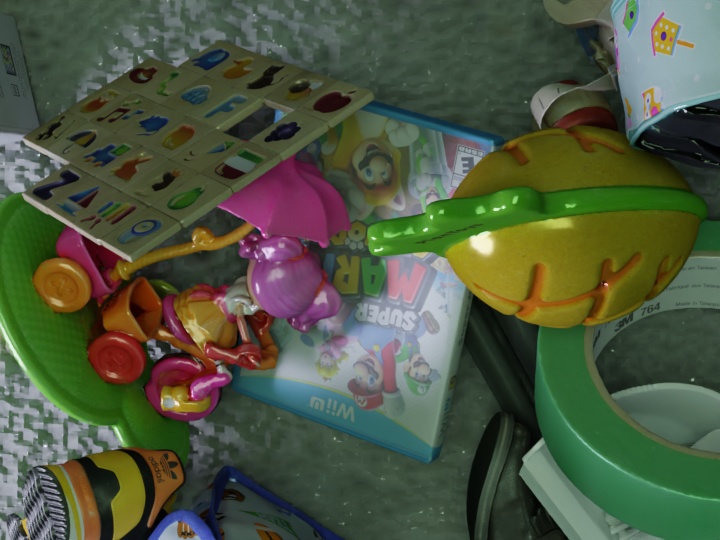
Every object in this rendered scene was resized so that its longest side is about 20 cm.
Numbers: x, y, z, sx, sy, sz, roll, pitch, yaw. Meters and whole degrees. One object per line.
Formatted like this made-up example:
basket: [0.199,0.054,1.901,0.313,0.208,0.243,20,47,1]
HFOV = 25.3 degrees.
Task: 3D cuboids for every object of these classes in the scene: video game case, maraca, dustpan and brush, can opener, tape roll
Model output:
video game case: [0.000,0.000,0.955,0.143,0.018,0.200,18,109,23]
maraca: [0.096,-0.023,0.847,0.137,0.200,0.107,-23,73,48]
dustpan and brush: [0.207,0.106,0.937,0.200,0.057,0.140,-34,82,-33]
can opener: [0.080,0.006,0.973,0.053,0.067,0.200,-23,103,28]
tape roll: [0.198,0.059,0.899,0.200,0.048,0.201,-1,47,1]

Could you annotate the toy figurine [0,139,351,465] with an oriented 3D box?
toy figurine: [-0.086,0.009,0.933,0.184,0.150,0.200,-24,112,20]

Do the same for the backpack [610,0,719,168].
backpack: [0.220,-0.123,0.777,0.200,0.176,0.153,-13,86,1]

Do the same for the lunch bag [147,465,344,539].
lunch bag: [-0.092,0.221,0.921,0.124,0.200,0.170,31,97,-4]

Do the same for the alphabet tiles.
alphabet tiles: [-0.112,-0.078,0.922,0.167,0.200,0.008,-36,124,-21]

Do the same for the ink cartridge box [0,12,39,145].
ink cartridge box: [-0.317,-0.099,0.953,0.200,0.176,0.084,-13,91,7]

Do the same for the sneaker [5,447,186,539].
sneaker: [-0.155,0.155,0.955,0.090,0.200,0.070,-14,72,-22]

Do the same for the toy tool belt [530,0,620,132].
toy tool belt: [0.175,-0.149,0.936,0.200,0.125,0.123,-27,55,4]

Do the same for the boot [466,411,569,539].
boot: [0.152,0.180,0.965,0.174,0.069,0.200,-1,102,1]
